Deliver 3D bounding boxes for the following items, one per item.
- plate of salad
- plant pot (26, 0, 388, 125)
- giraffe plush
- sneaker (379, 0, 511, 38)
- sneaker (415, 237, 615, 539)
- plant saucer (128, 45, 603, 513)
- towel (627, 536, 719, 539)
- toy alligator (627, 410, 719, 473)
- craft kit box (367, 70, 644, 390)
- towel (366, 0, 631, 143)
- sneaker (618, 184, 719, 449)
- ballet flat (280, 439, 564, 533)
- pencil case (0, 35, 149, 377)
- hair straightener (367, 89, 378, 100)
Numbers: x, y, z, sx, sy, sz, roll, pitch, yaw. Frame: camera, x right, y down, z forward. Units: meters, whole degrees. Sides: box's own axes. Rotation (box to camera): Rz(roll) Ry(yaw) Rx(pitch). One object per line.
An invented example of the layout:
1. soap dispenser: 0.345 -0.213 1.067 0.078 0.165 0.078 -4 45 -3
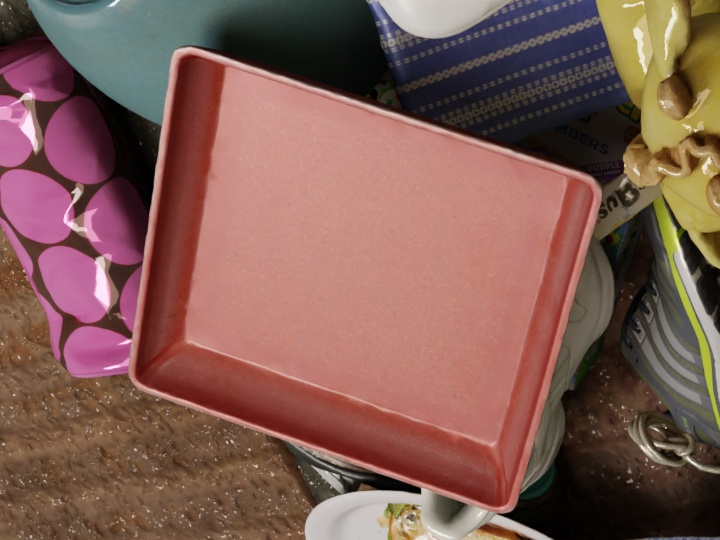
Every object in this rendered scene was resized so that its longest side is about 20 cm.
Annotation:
1. plate of salad: 0.059 0.183 1.318 0.199 0.048 0.200 16 151 9
2. plant pot: -0.087 -0.161 1.109 0.199 0.134 0.202 0 91 35
3. giraffe plush: 0.162 -0.080 0.987 0.172 0.162 0.200 37 99 2
4. sneaker: 0.084 -0.176 1.010 0.200 0.089 0.075 -44 104 9
5. sneaker: 0.071 0.050 1.169 0.075 0.100 0.201 22 128 21
6. plant saucer: 0.000 0.000 1.093 0.199 0.037 0.200 18 127 8
7. towel: 0.177 0.158 1.176 0.199 0.024 0.147 -3 160 2
8. toy alligator: 0.207 0.105 1.004 0.199 0.059 0.054 34 132 9
9. craft kit box: 0.054 -0.064 1.199 0.199 0.049 0.198 27 128 15
10. towel: 0.066 -0.159 1.066 0.144 0.024 0.201 -19 102 -4
11. sneaker: 0.158 0.018 1.154 0.081 0.074 0.201 8 133 36
12. ballet flat: 0.017 0.104 1.321 0.199 0.068 0.069 25 143 17
13. pencil case: -0.167 -0.031 1.335 0.093 0.091 0.201 -23 107 4
14. hair straightener: -0.070 -0.102 1.210 0.199 0.041 0.077 21 103 37
